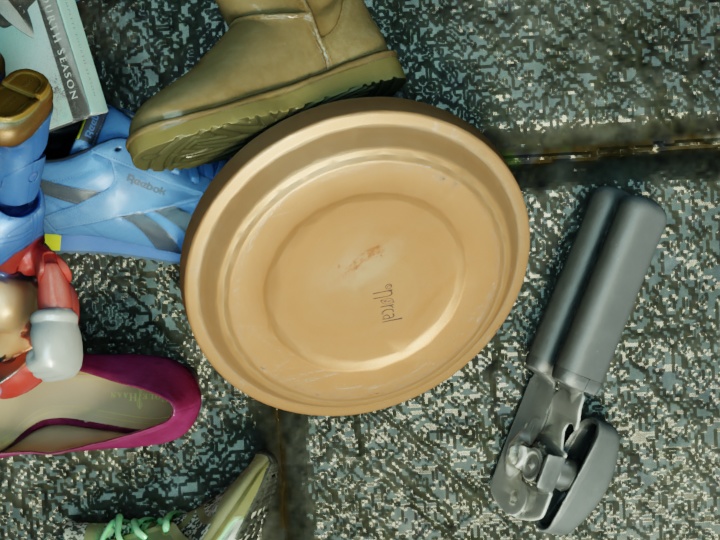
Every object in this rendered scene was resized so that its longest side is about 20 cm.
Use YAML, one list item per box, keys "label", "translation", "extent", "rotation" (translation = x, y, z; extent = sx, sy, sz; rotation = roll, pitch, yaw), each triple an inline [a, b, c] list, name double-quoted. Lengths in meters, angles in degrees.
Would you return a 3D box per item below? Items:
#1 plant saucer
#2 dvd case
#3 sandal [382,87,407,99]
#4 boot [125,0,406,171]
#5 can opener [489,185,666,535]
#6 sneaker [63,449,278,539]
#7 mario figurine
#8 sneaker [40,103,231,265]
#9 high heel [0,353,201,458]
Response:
- label: "plant saucer"
  translation: [0.000, 0.000, 1.038]
  extent: [0.198, 0.032, 0.202]
  rotation: [-8, 126, -11]
- label: "dvd case"
  translation: [-0.242, -0.128, 1.037]
  extent: [0.198, 0.022, 0.147]
  rotation: [-15, 93, 26]
- label: "sandal"
  translation: [-0.028, -0.120, 1.084]
  extent: [0.075, 0.045, 0.201]
  rotation: [-26, 78, -5]
- label: "boot"
  translation: [-0.083, -0.167, 1.027]
  extent: [0.174, 0.066, 0.201]
  rotation: [-19, 80, -30]
- label: "can opener"
  translation: [0.133, 0.055, 1.093]
  extent: [0.066, 0.053, 0.202]
  rotation: [20, 93, -33]
- label: "sneaker"
  translation: [-0.131, 0.167, 1.082]
  extent: [0.089, 0.077, 0.200]
  rotation: [44, 90, 6]
- label: "mario figurine"
  translation: [-0.202, -0.010, 0.987]
  extent: [0.105, 0.124, 0.201]
  rotation: [-6, 127, -11]
- label: "sneaker"
  translation: [-0.118, -0.052, 1.059]
  extent: [0.198, 0.066, 0.079]
  rotation: [4, 124, 1]
- label: "high heel"
  translation: [-0.189, 0.076, 1.061]
  extent: [0.198, 0.096, 0.068]
  rotation: [-10, 93, 0]
